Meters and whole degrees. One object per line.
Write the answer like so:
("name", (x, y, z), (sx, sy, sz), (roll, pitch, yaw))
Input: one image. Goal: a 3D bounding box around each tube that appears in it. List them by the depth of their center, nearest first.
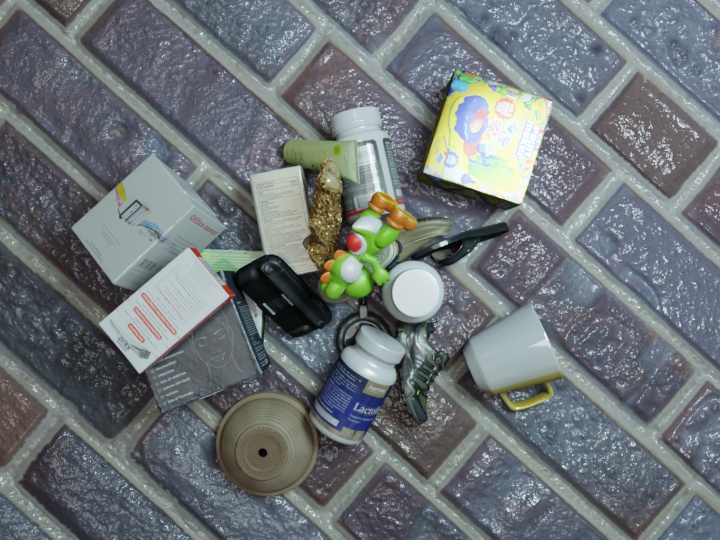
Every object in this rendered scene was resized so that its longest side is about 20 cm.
("tube", (-0.068, -0.210, 1.301), (0.058, 0.200, 0.052), (45, 73, -40))

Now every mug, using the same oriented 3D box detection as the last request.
("mug", (0.284, 0.175, 1.323), (0.153, 0.149, 0.187), (-24, 83, 8))

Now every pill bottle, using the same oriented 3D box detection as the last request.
("pill bottle", (0.093, 0.038, 1.290), (0.112, 0.200, 0.113), (0, 90, -1))
("pill bottle", (-0.004, 0.211, 1.314), (0.115, 0.116, 0.201), (28, 102, 0))
("pill bottle", (0.009, -0.196, 1.335), (0.113, 0.114, 0.201), (-12, 89, 0))

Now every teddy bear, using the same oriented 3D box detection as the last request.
("teddy bear", (-0.067, -0.098, 1.248), (0.066, 0.201, 0.145), (1, 47, -5))

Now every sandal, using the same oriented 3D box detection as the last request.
("sandal", (0.194, -0.044, 1.337), (0.200, 0.075, 0.048), (-17, 81, -13))

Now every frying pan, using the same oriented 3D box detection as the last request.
("frying pan", (0.020, 0.100, 1.378), (0.114, 0.031, 0.191), (21, 92, -1))

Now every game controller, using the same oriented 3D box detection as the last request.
("game controller", (-0.142, 0.051, 1.317), (0.104, 0.042, 0.200), (-20, 129, 28))

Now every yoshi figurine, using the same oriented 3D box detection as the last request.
("yoshi figurine", (0.013, -0.029, 1.226), (0.112, 0.112, 0.200), (36, 102, -8))

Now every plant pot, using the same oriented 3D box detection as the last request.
("plant pot", (-0.180, 0.335, 1.342), (0.200, 0.093, 0.202), (0, 90, 1))

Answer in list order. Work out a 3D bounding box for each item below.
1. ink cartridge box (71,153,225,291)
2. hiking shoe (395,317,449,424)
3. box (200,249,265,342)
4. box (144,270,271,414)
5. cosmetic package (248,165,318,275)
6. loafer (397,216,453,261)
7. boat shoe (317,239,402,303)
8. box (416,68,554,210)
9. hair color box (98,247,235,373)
("ink cartridge box", (-0.384, -0.079, 1.302), (0.200, 0.147, 0.145), (-42, 73, 0))
("hiking shoe", (0.123, 0.192, 1.351), (0.100, 0.076, 0.201), (-7, 89, 3))
("box", (-0.257, 0.060, 1.372), (0.144, 0.036, 0.201), (3, 91, 0))
("box", (-0.295, 0.126, 1.292), (0.199, 0.124, 0.197), (-22, 90, 1))
("cosmetic package", (-0.139, -0.088, 1.346), (0.103, 0.087, 0.201), (-9, 91, 1))
("loafer", (0.084, -0.055, 1.357), (0.199, 0.076, 0.068), (-14, 98, 12))
("boat shoe", (0.000, 0.000, 1.315), (0.200, 0.062, 0.075), (-37, 74, 31))
("box", (0.230, -0.241, 1.333), (0.192, 0.122, 0.201), (17, 90, -1))
("hair color box", (-0.327, 0.066, 1.204), (0.200, 0.064, 0.111), (-40, 89, -1))
